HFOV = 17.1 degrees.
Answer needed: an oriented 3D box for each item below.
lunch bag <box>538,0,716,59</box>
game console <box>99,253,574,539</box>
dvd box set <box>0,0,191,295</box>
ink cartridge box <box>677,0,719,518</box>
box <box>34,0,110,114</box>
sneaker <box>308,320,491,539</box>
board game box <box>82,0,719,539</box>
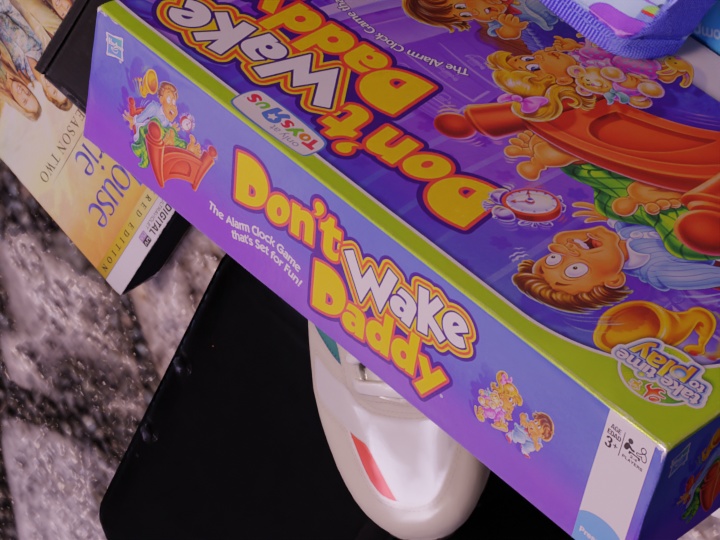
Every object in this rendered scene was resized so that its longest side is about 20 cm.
[{"bbox_3d":[0.056,-0.159,0.606,0.201,0.094,0.151,54,138,16],"label":"lunch bag"},{"bbox_3d":[0.010,0.092,0.969,0.201,0.174,0.117,-60,39,45],"label":"game console"},{"bbox_3d":[-0.133,-0.105,1.035,0.200,0.029,0.146,49,136,9],"label":"dvd box set"},{"bbox_3d":[0.151,-0.036,0.730,0.084,0.146,0.202,20,125,35],"label":"ink cartridge box"},{"bbox_3d":[-0.005,-0.077,0.896,0.200,0.048,0.193,42,131,1],"label":"box"},{"bbox_3d":[0.000,0.000,0.813,0.070,0.093,0.202,0,98,22],"label":"sneaker"},{"bbox_3d":[0.042,-0.023,0.634,0.200,0.134,0.045,38,137,27],"label":"board game box"}]
